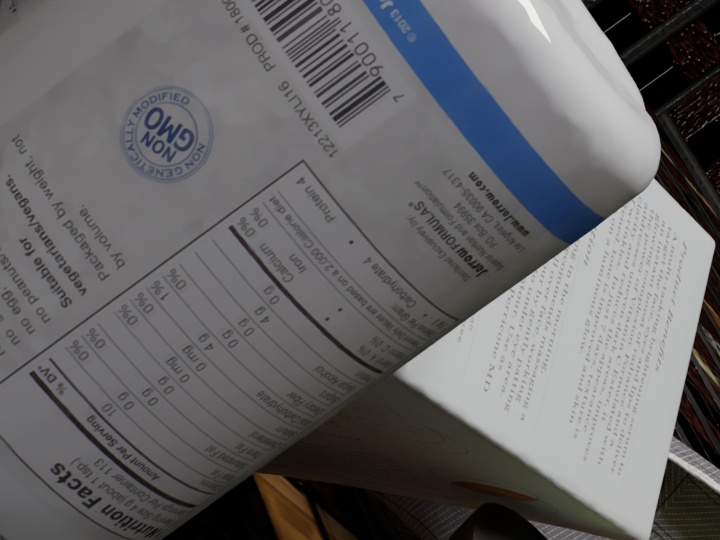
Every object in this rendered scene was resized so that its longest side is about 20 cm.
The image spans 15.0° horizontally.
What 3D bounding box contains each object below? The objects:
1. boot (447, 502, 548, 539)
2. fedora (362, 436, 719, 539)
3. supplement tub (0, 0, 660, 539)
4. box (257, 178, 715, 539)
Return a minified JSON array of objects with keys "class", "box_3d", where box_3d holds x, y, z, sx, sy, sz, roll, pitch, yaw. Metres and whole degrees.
[{"class":"boot","box_3d":[0.017,0.133,0.777,0.074,0.075,0.200,46,17,1]},{"class":"fedora","box_3d":[0.078,0.099,1.021,0.200,0.090,0.177,37,-8,-21]},{"class":"supplement tub","box_3d":[-0.041,-0.020,0.660,0.132,0.200,0.132,52,12,-15]},{"class":"box","box_3d":[0.000,0.000,0.834,0.200,0.152,0.107,36,65,-60]}]
